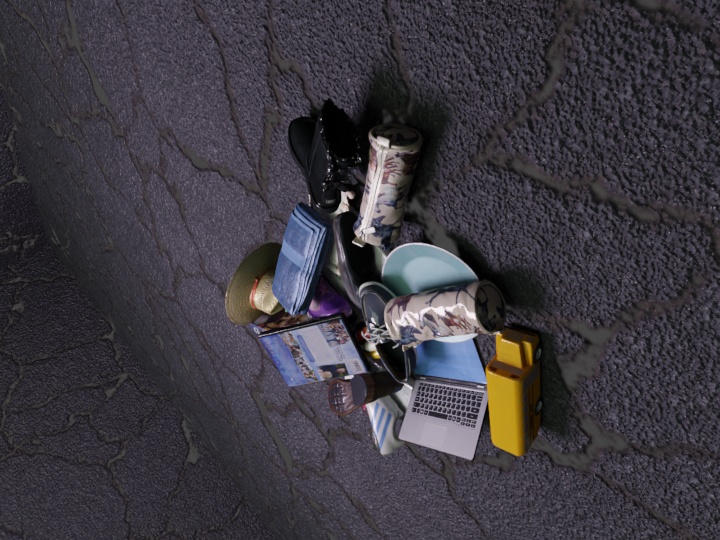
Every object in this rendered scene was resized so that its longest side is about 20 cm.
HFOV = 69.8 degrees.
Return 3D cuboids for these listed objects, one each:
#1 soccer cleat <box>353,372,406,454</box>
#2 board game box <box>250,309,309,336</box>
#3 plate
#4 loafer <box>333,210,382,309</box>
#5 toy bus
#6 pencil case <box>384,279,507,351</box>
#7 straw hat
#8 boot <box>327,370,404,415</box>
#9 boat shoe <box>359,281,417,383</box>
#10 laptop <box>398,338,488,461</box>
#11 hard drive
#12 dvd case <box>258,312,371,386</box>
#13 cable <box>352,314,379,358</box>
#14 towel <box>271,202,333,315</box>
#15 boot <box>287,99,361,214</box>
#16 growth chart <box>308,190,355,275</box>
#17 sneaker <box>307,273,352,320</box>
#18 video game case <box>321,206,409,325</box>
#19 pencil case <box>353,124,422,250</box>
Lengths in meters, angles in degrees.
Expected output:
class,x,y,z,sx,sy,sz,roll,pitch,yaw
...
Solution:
class,x,y,z,sx,sy,sz,roll,pitch,yaw
soccer cleat,0.042,0.289,1.114,0.070,0.085,0.203,103,151,-78
board game box,-0.141,0.121,1.174,0.198,0.135,0.035,13,127,42
plate,0.126,0.036,0.872,0.198,0.026,0.203,21,133,24
loafer,-0.017,-0.013,0.939,0.072,0.072,0.203,12,125,44
toy bus,0.245,0.192,0.827,0.064,0.078,0.203,16,128,41
pencil case,0.132,0.072,0.817,0.198,0.077,0.091,-15,103,45
straw hat,-0.194,0.044,1.127,0.084,0.201,0.203,25,135,24
boot,0.005,0.247,1.046,0.200,0.095,0.076,-32,63,58
boat shoe,0.047,0.114,0.923,0.074,0.062,0.202,-9,119,22
laptop,0.131,0.215,0.952,0.115,0.203,0.186,34,157,-32
hard drive,0.042,0.249,1.153,0.198,0.026,0.134,29,136,34
dvd case,-0.093,0.164,1.046,0.197,0.018,0.144,-15,116,22
cable,-0.015,0.160,1.067,0.199,0.050,0.098,-32,98,35
towel,-0.120,-0.020,1.000,0.111,0.048,0.203,39,121,38
boot,-0.061,-0.204,0.824,0.163,0.072,0.201,118,136,-64
growth chart,-0.066,-0.092,0.990,0.145,0.018,0.202,44,139,38
sneaker,-0.089,0.046,1.080,0.199,0.080,0.090,29,134,54
video game case,0.000,0.000,1.011,0.183,0.024,0.200,50,144,9
pencil case,0.039,-0.129,0.798,0.077,0.090,0.202,25,135,14
